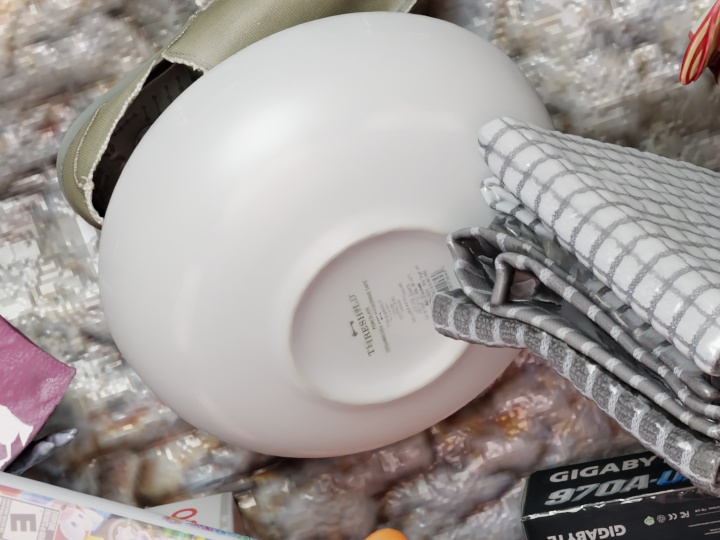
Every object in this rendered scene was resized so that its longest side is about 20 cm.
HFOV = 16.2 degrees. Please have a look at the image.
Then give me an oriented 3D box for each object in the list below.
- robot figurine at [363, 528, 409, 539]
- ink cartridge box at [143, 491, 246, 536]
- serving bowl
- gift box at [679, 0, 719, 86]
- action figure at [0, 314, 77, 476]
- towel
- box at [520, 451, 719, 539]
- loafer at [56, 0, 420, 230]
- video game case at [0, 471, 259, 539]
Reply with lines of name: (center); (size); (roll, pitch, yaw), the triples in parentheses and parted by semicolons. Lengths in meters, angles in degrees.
robot figurine: (0.049, 0.207, 1.073); (0.200, 0.116, 0.144); (50, 126, 11)
ink cartridge box: (-0.139, 0.172, 1.057); (0.199, 0.146, 0.085); (-10, 107, 0)
serving bowl: (0.000, 0.000, 1.009); (0.199, 0.066, 0.201); (-13, 128, -17)
gift box: (0.240, -0.088, 0.925); (0.186, 0.200, 0.185); (37, 99, -13)
action figure: (-0.210, 0.015, 1.042); (0.200, 0.134, 0.149); (51, 145, -4)
towel: (0.140, 0.028, 0.972); (0.199, 0.166, 0.086); (10, 113, -45)
box: (0.183, 0.149, 1.100); (0.199, 0.046, 0.160); (-12, 110, 14)
loafer: (-0.041, -0.080, 1.013); (0.075, 0.070, 0.200); (41, 103, -16)
video game case: (-0.068, 0.169, 0.973); (0.199, 0.018, 0.144); (15, 98, -4)
